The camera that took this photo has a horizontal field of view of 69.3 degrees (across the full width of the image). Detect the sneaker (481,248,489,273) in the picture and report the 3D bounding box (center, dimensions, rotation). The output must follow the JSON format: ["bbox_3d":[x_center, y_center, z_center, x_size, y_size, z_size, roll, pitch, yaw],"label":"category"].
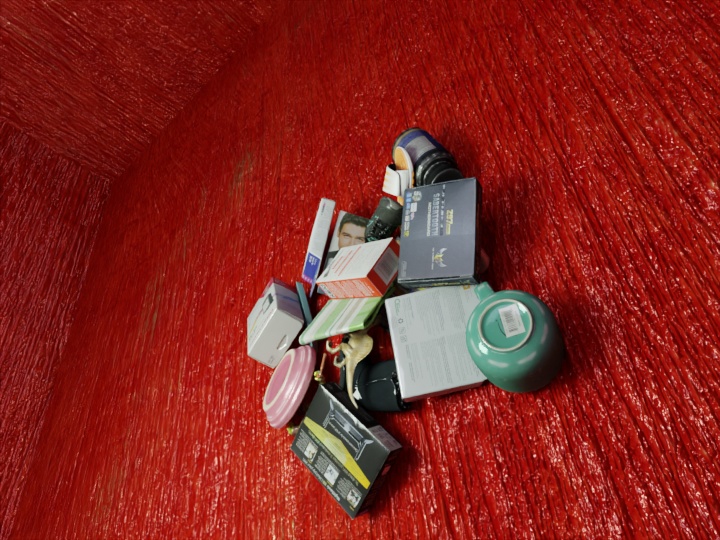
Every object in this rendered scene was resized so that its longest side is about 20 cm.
[{"bbox_3d":[0.206,-0.081,1.089,0.113,0.074,0.200,-33,58,-32],"label":"sneaker"}]

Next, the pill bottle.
[{"bbox_3d":[0.157,-0.243,1.211,0.112,0.111,0.201,-45,41,14],"label":"pill bottle"}]

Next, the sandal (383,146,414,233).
[{"bbox_3d":[0.085,-0.174,1.195,0.079,0.058,0.211,-142,46,-65],"label":"sandal"}]

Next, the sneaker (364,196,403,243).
[{"bbox_3d":[0.053,-0.099,1.176,0.080,0.075,0.200,-59,0,-16],"label":"sneaker"}]

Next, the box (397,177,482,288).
[{"bbox_3d":[0.156,-0.070,1.013,0.155,0.051,0.204,-4,71,30],"label":"box"}]

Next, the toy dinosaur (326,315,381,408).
[{"bbox_3d":[-0.019,0.167,1.053,0.100,0.058,0.203,-4,53,38],"label":"toy dinosaur"}]

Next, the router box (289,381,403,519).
[{"bbox_3d":[-0.032,0.343,1.011,0.199,0.052,0.159,36,106,33],"label":"router box"}]

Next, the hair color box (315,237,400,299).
[{"bbox_3d":[0.000,0.000,1.119,0.198,0.064,0.112,-6,42,55],"label":"hair color box"}]

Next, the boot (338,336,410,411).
[{"bbox_3d":[0.035,0.203,1.081,0.166,0.076,0.203,-20,48,32],"label":"boot"}]

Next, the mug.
[{"bbox_3d":[0.239,0.105,0.868,0.183,0.114,0.154,24,77,37],"label":"mug"}]

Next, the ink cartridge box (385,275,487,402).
[{"bbox_3d":[0.157,0.128,0.984,0.196,0.043,0.200,-14,63,10],"label":"ink cartridge box"}]

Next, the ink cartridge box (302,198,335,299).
[{"bbox_3d":[-0.115,-0.050,1.333,0.197,0.042,0.204,119,166,-67],"label":"ink cartridge box"}]

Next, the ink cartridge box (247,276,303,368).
[{"bbox_3d":[-0.223,0.128,1.341,0.149,0.085,0.200,-57,20,11],"label":"ink cartridge box"}]

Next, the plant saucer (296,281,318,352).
[{"bbox_3d":[-0.136,0.119,1.330,0.019,0.071,0.202,-10,44,-10],"label":"plant saucer"}]

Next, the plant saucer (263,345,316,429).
[{"bbox_3d":[-0.172,0.265,1.221,0.202,0.050,0.202,-54,17,25],"label":"plant saucer"}]

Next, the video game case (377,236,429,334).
[{"bbox_3d":[0.103,0.052,1.104,0.199,0.025,0.183,36,96,37],"label":"video game case"}]

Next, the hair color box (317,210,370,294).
[{"bbox_3d":[-0.032,-0.034,1.275,0.061,0.097,0.204,113,172,-70],"label":"hair color box"}]

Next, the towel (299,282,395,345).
[{"bbox_3d":[-0.028,0.095,1.094,0.198,0.031,0.150,-18,24,42],"label":"towel"}]

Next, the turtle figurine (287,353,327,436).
[{"bbox_3d":[-0.097,0.302,1.163,0.160,0.064,0.204,-33,55,39],"label":"turtle figurine"}]
